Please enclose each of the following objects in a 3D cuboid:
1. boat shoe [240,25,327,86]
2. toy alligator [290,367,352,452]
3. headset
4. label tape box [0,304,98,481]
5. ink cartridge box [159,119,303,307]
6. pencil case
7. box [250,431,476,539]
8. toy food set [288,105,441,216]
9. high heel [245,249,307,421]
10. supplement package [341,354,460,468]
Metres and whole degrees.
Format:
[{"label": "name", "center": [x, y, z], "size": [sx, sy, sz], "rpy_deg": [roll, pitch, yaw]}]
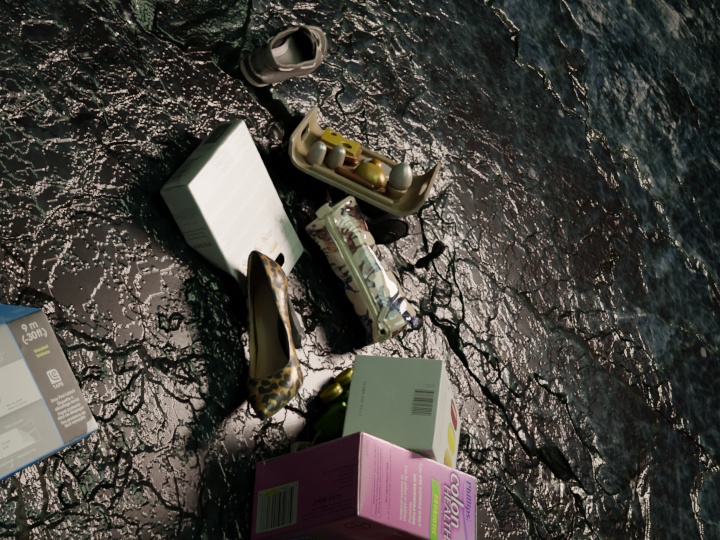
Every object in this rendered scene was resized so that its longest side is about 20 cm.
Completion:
[{"label": "boat shoe", "center": [-0.091, -0.306, 1.822], "size": [0.067, 0.057, 0.200], "rpy_deg": [59, 37, -5]}, {"label": "toy alligator", "center": [-0.020, 0.173, 1.630], "size": [0.060, 0.054, 0.200], "rpy_deg": [56, 38, -9]}, {"label": "headset", "center": [0.036, -0.078, 1.849], "size": [0.199, 0.094, 0.124], "rpy_deg": [33, 44, -13]}, {"label": "label tape box", "center": [-0.361, 0.098, 1.261], "size": [0.143, 0.066, 0.202], "rpy_deg": [-25, 90, -53]}, {"label": "ink cartridge box", "center": [-0.156, -0.062, 1.630], "size": [0.163, 0.056, 0.202], "rpy_deg": [-59, 136, -49]}, {"label": "pencil case", "center": [0.000, 0.000, 1.731], "size": [0.201, 0.077, 0.089], "rpy_deg": [62, 2, -4]}, {"label": "box", "center": [0.005, 0.274, 1.497], "size": [0.199, 0.175, 0.098], "rpy_deg": [26, 55, -40]}, {"label": "toy food set", "center": [0.008, -0.156, 1.770], "size": [0.198, 0.061, 0.144], "rpy_deg": [26, 28, -1]}, {"label": "high heel", "center": [-0.118, 0.074, 1.533], "size": [0.201, 0.071, 0.144], "rpy_deg": [-75, 146, -59]}, {"label": "supplement package", "center": [0.054, 0.194, 1.575], "size": [0.200, 0.108, 0.115], "rpy_deg": [69, 27, -61]}]
